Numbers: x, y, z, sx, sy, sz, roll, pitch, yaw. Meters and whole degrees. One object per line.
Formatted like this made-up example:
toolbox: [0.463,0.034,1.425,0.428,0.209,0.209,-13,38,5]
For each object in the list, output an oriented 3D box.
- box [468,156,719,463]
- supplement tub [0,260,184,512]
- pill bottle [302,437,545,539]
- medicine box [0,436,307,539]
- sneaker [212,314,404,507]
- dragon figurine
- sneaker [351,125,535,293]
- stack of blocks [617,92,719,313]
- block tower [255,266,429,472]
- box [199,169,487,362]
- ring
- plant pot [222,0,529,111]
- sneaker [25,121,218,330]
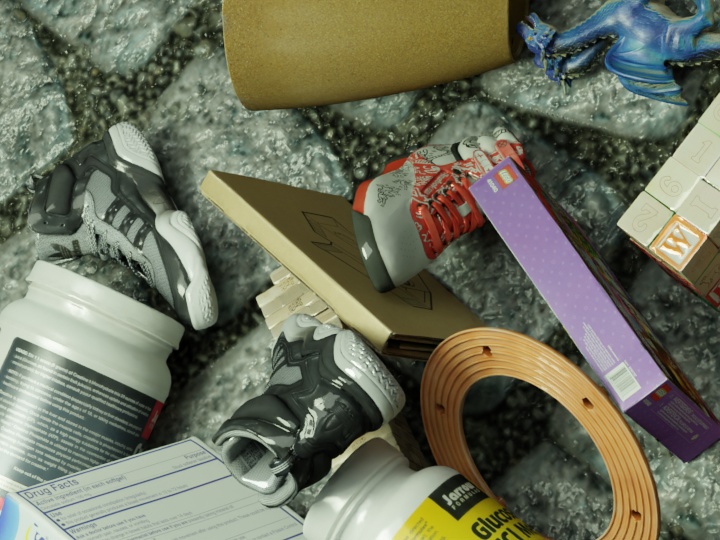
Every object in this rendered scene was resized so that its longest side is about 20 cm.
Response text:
box: [0.159,0.027,1.536,0.039,0.137,0.200,-38,61,9]
supplement tub: [-0.226,0.108,1.698,0.140,0.140,0.201,21,83,31]
pill bottle: [0.063,0.202,1.512,0.200,0.112,0.113,37,91,16]
medicine box: [-0.125,0.221,1.572,0.200,0.182,0.103,33,119,32]
sneaker: [-0.049,0.092,1.519,0.114,0.200,0.076,-41,101,-12]
dragon figurine: [0.210,-0.153,1.617,0.200,0.059,0.100,25,86,24]
sneaker: [0.063,-0.049,1.592,0.108,0.201,0.067,-15,105,16]
stack of blocks: [0.271,-0.076,1.529,0.059,0.115,0.200,39,92,31]
block tower: [-0.011,0.086,1.649,0.054,0.058,0.200,-32,59,13]
box: [0.000,0.000,1.612,0.200,0.163,0.021,41,108,31]
ring: [0.120,0.123,1.515,0.200,0.201,0.019,28,46,31]
plant pot: [0.020,-0.206,1.679,0.199,0.186,0.187,4,74,14]
sneaker: [-0.186,-0.018,1.744,0.114,0.076,0.200,-24,55,-8]
